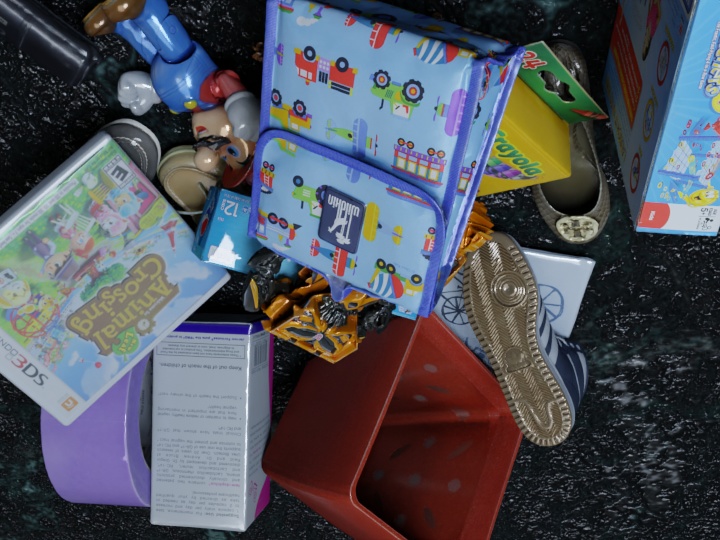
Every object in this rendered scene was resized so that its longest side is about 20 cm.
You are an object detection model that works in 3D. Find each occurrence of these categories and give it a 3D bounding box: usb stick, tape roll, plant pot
[{"bbox_3d":[-0.291,-0.215,0.730,0.200,0.033,0.055,37,154,-17],"label":"usb stick"},{"bbox_3d":[-0.239,0.134,0.955,0.084,0.201,0.201,2,131,7],"label":"tape roll"},{"bbox_3d":[0.022,0.178,0.951,0.176,0.201,0.200,-7,138,44],"label":"plant pot"}]

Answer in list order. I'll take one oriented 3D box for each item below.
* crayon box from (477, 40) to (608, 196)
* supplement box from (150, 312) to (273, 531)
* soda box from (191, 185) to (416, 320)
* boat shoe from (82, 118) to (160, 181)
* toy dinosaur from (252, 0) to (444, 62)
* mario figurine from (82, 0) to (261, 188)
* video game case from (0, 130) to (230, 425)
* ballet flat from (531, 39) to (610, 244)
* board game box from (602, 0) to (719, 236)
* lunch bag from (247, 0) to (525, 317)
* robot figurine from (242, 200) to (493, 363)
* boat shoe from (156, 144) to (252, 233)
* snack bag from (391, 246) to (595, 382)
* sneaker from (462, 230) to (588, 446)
[{"bbox_3d":[0.075,-0.103,0.729,0.199,0.051,0.127,-11,157,35],"label":"crayon box"},{"bbox_3d":[-0.146,0.147,0.953,0.103,0.101,0.201,1,92,8],"label":"supplement box"},{"bbox_3d":[-0.041,-0.015,0.830,0.199,0.068,0.065,17,92,-19],"label":"soda box"},{"bbox_3d":[-0.242,-0.066,0.850,0.067,0.057,0.200,36,141,-23],"label":"boat shoe"},{"bbox_3d":[0.020,-0.160,0.742,0.199,0.103,0.136,-13,148,-8],"label":"toy dinosaur"},{"bbox_3d":[-0.140,-0.136,0.765,0.106,0.124,0.200,-40,112,11],"label":"mario figurine"},{"bbox_3d":[-0.235,0.012,0.805,0.200,0.022,0.182,-43,128,-8],"label":"video game case"},{"bbox_3d":[0.174,-0.097,0.797,0.067,0.046,0.201,-5,129,13],"label":"ballet flat"},{"bbox_3d":[0.218,-0.161,0.635,0.056,0.201,0.197,4,131,3],"label":"board game box"},{"bbox_3d":[0.005,-0.073,0.646,0.150,0.094,0.201,22,116,18],"label":"lunch bag"},{"bbox_3d":[0.000,0.000,0.748,0.145,0.058,0.200,29,120,-35],"label":"robot figurine"},{"bbox_3d":[-0.099,-0.044,0.872,0.199,0.063,0.073,30,128,-17],"label":"boat shoe"},{"bbox_3d":[0.114,0.042,0.943,0.199,0.021,0.189,10,130,4],"label":"snack bag"},{"bbox_3d":[0.159,0.054,0.894,0.070,0.108,0.201,-17,93,27],"label":"sneaker"}]
